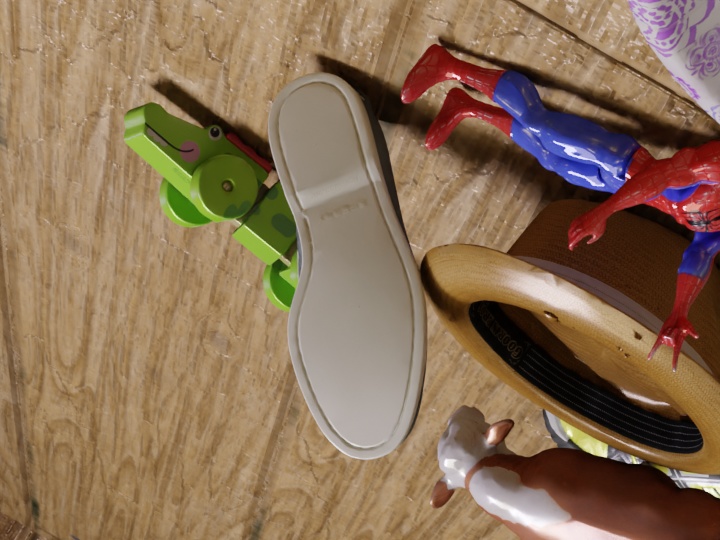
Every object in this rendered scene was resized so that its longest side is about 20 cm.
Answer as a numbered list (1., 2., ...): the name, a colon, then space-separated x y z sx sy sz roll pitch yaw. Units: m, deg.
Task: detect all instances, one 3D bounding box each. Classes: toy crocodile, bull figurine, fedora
1. toy crocodile: -0.053 -0.032 1.567 0.200 0.062 0.067 40 162 -11
2. bull figurine: 0.133 0.127 1.433 0.200 0.065 0.121 23 -170 38
3. fedora: 0.128 0.023 1.353 0.200 0.082 0.201 28 163 9

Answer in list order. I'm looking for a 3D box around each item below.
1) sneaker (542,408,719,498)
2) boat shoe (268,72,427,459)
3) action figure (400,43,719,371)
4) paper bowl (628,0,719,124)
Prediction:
1. sneaker: 0.191 0.096 1.508 0.200 0.075 0.076 27 130 27
2. boat shoe: 0.000 0.000 1.373 0.073 0.200 0.062 -15 164 15
3. action figure: 0.102 -0.028 1.238 0.200 0.099 0.065 19 160 29
4. paper bowl: 0.193 -0.093 0.874 0.200 0.104 0.201 28 163 9
